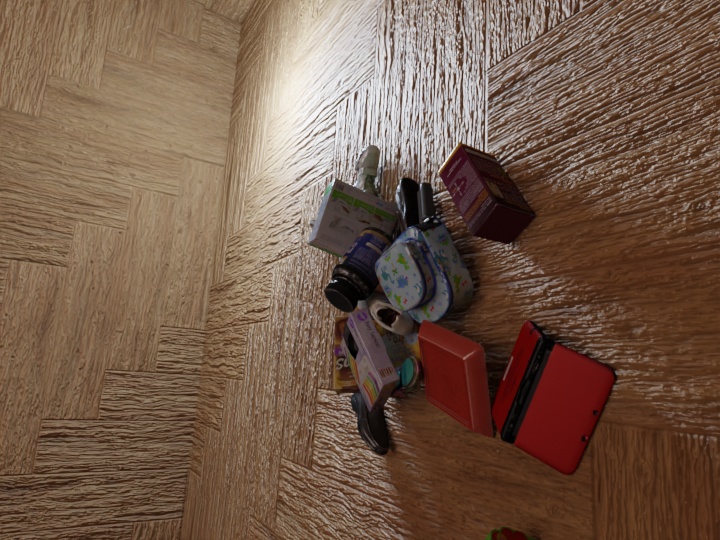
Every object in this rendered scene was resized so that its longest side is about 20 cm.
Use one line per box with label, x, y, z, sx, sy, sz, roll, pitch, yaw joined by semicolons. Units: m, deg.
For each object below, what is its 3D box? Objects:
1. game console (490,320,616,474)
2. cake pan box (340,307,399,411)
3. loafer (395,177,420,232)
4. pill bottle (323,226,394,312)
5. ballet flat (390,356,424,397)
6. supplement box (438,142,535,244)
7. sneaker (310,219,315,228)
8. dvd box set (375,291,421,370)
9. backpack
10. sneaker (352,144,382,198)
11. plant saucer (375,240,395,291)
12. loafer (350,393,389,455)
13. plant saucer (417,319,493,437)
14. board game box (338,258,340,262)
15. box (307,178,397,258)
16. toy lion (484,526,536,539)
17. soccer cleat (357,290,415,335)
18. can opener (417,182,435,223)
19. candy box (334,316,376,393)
game console;0.331;0.217;0.907;0.172;0.117;0.202;-74;2;-78
cake pan box;0.017;0.214;1.228;0.185;0.052;0.202;110;140;-56
loafer;0.129;-0.142;1.316;0.071;0.072;0.202;126;147;-53
pill bottle;0.000;0.000;1.240;0.111;0.112;0.201;-17;32;56
ballet flat;0.117;0.251;1.189;0.200;0.070;0.070;121;156;-56
supplement box;0.256;-0.160;1.055;0.086;0.109;0.202;-55;39;36
sneaker;-0.122;-0.119;1.719;0.200;0.076;0.086;29;110;59
dvd box set;0.097;0.143;1.261;0.146;0.029;0.203;-28;71;49
backpack;0.136;0.015;1.132;0.202;0.146;0.183;60;144;8
sneaker;0.028;-0.261;1.510;0.115;0.074;0.202;53;131;51
plant saucer;0.100;0.023;1.336;0.200;0.036;0.203;-27;58;54
loafer;0.030;0.378;1.316;0.073;0.072;0.201;-58;38;25
plant saucer;0.185;0.222;1.052;0.199;0.036;0.202;21;124;61
board game box;-0.005;-0.021;1.528;0.199;0.034;0.137;-13;70;58
box;-0.017;-0.120;1.374;0.097;0.198;0.179;163;126;-71
toy lion;0.273;0.507;0.790;0.199;0.191;0.069;33;115;14
soccer cleat;0.046;0.089;1.218;0.199;0.086;0.071;27;91;45
can opener;0.173;-0.126;1.246;0.053;0.065;0.202;109;160;-54
candy box;-0.010;0.223;1.364;0.057;0.115;0.203;76;-169;-63
